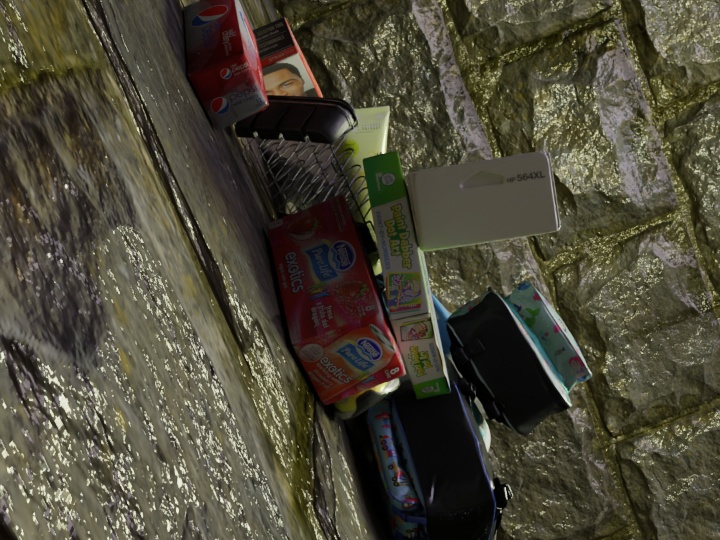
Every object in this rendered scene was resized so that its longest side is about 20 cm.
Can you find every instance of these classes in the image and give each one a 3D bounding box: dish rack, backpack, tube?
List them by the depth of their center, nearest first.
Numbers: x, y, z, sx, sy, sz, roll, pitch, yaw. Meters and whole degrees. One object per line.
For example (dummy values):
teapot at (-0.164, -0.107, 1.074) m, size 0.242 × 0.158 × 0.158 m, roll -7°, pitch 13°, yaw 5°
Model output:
dish rack at (-0.052, -0.102, 1.176) m, size 0.055 × 0.153 × 0.200 m, roll -52°, pitch 136°, yaw -32°
backpack at (0.087, 0.250, 1.188) m, size 0.200 × 0.134 × 0.183 m, roll 85°, pitch -8°, yaw -49°
tube at (0.000, -0.093, 1.228) m, size 0.058 × 0.052 × 0.201 m, roll -34°, pitch 127°, yaw -63°
backpack at (0.189, 0.107, 1.286) m, size 0.178 × 0.150 × 0.200 m, roll 58°, pitch -4°, yaw 7°

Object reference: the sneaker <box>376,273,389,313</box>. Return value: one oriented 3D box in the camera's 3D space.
sneaker at (0.000, 0.000, 1.329) m, size 0.200 × 0.090 × 0.079 m, roll 40°, pitch 51°, yaw -42°

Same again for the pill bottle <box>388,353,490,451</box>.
pill bottle at (0.085, 0.173, 1.311) m, size 0.200 × 0.110 × 0.111 m, roll 58°, pitch 9°, yaw -40°

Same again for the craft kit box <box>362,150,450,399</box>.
craft kit box at (0.052, 0.009, 1.117) m, size 0.198 × 0.048 × 0.201 m, roll 75°, pitch 5°, yaw -58°

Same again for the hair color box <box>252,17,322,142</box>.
hair color box at (-0.113, -0.247, 1.378) m, size 0.200 × 0.101 × 0.061 m, roll 56°, pitch 13°, yaw -69°

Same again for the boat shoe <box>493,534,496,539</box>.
boat shoe at (0.137, 0.363, 1.326) m, size 0.073 × 0.074 × 0.201 m, roll -175°, pitch -85°, yaw -79°

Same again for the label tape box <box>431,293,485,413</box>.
label tape box at (0.151, 0.138, 1.539) m, size 0.200 × 0.066 × 0.143 m, roll 48°, pitch 7°, yaw -38°

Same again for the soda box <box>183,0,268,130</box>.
soda box at (-0.146, -0.233, 1.107) m, size 0.200 × 0.063 × 0.070 m, roll -107°, pitch 174°, yaw -54°

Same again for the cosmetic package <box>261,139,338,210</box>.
cosmetic package at (-0.038, -0.117, 1.352) m, size 0.200 × 0.071 × 0.102 m, roll 34°, pitch -24°, yaw 47°

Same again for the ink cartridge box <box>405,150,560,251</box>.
ink cartridge box at (0.129, -0.073, 1.111) m, size 0.200 × 0.145 × 0.085 m, roll -35°, pitch 116°, yaw -84°

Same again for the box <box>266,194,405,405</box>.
box at (-0.028, 0.026, 1.079) m, size 0.200 × 0.095 × 0.100 m, roll -107°, pitch 176°, yaw -49°

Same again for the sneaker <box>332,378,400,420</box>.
sneaker at (-0.017, 0.094, 1.135) m, size 0.091 × 0.078 × 0.200 m, roll 59°, pitch 1°, yaw -18°
